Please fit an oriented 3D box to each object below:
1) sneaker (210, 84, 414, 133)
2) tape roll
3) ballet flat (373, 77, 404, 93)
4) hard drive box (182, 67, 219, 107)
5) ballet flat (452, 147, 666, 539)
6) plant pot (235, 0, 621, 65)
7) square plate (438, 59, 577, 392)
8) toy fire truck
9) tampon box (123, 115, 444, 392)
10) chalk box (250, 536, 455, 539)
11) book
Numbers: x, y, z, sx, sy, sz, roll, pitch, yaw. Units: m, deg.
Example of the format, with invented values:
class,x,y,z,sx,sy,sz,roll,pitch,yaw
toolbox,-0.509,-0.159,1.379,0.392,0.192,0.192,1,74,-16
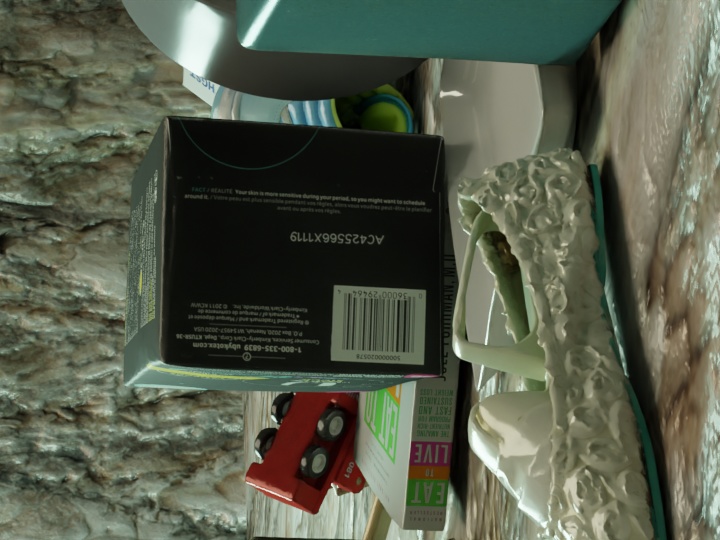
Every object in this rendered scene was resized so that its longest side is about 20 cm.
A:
class,x,y,z,sx,sy,sz,roll,pitch,yaw
sneaker,-0.002,-0.059,1.375,0.200,0.130,0.080,50,-131,-41
tape roll,-0.034,-0.190,1.081,0.066,0.200,0.200,103,166,-59
ballet flat,0.006,-0.107,1.431,0.062,0.067,0.200,-61,-6,-32
hard drive box,-0.056,-0.199,1.515,0.156,0.077,0.200,37,138,35
ballet flat,0.068,0.041,0.766,0.072,0.072,0.200,99,169,-53
plant pot,0.040,-0.173,0.720,0.200,0.141,0.141,135,135,-73
square plate,0.067,-0.079,0.940,0.200,0.028,0.198,98,169,-51
toy fire truck,-0.004,0.121,1.301,0.141,0.049,0.200,38,-107,-49
tampon box,-0.047,0.000,1.106,0.200,0.150,0.126,148,124,-77
chalk box,-0.007,0.266,1.163,0.124,0.124,0.200,105,165,-65
book,0.036,0.035,1.178,0.134,0.048,0.200,-123,37,-75
